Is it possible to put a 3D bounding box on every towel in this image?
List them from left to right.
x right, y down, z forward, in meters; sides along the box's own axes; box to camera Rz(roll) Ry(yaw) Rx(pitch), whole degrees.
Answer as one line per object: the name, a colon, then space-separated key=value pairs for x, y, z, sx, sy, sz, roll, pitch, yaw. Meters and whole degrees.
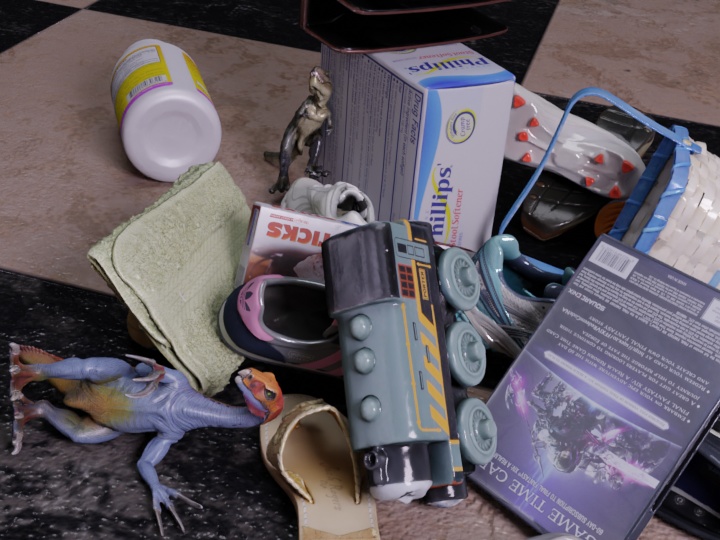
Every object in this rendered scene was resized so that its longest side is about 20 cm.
towel: x=-0.122 y=0.000 z=0.828 sx=0.036 sy=0.149 sz=0.200 roll=-31 pitch=12 yaw=30

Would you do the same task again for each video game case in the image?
video game case: x=0.165 y=0.085 z=0.698 sx=0.142 sy=0.201 sz=0.019 roll=32 pitch=-4 yaw=41

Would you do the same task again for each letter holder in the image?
letter holder: x=0.065 y=-0.256 z=0.941 sx=0.198 sy=0.101 sz=0.142 roll=-14 pitch=38 yaw=-29

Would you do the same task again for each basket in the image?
basket: x=0.240 y=-0.045 z=0.913 sx=0.198 sy=0.177 sz=0.140 roll=25 pitch=33 yaw=-3

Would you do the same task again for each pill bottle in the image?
pill bottle: x=-0.218 y=-0.185 z=1.127 sx=0.103 sy=0.105 sz=0.200 roll=-5 pitch=33 yaw=-16

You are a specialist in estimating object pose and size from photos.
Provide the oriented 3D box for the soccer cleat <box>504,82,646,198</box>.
soccer cleat: x=0.187 y=-0.131 z=1.014 sx=0.199 sy=0.070 sz=0.078 roll=29 pitch=24 yaw=5

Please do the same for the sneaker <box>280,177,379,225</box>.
sneaker: x=-0.023 y=-0.047 z=0.938 sx=0.074 sy=0.082 sz=0.200 roll=16 pitch=21 yaw=-22

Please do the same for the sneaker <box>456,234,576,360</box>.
sneaker: x=0.156 y=0.051 z=0.794 sx=0.199 sy=0.087 sz=0.077 roll=38 pitch=39 yaw=16

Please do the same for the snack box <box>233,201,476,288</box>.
snack box: x=0.000 y=0.000 z=0.839 sx=0.198 sy=0.073 sz=0.024 roll=11 pitch=8 yaw=-23

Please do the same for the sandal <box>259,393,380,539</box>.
sandal: x=-0.022 y=0.125 z=0.686 sx=0.077 sy=0.070 sz=0.212 roll=-2 pitch=32 yaw=-12

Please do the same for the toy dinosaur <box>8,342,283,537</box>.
toy dinosaur: x=-0.150 y=0.078 z=0.715 sx=0.179 sy=0.106 sz=0.200 roll=-1 pitch=29 yaw=-18

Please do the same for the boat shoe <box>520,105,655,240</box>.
boat shoe: x=0.241 y=-0.092 z=1.080 sx=0.075 sy=0.074 sz=0.200 roll=38 pitch=61 yaw=22

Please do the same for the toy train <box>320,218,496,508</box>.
toy train: x=0.031 y=0.059 z=0.697 sx=0.085 sy=0.202 sz=0.113 roll=-15 pitch=-16 yaw=36

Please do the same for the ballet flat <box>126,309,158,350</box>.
ballet flat: x=-0.144 y=-0.008 z=0.890 sx=0.068 sy=0.064 sz=0.201 roll=6 pitch=31 yaw=7

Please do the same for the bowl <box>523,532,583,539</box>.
bowl: x=0.099 y=0.224 z=0.543 sx=0.198 sy=0.075 sz=0.200 roll=-13 pitch=35 yaw=-29

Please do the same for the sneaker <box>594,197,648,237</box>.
sneaker: x=0.337 y=-0.043 z=1.016 sx=0.198 sy=0.076 sz=0.092 roll=17 pitch=29 yaw=16

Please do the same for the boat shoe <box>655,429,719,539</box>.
boat shoe: x=0.201 y=0.129 z=0.712 sx=0.199 sy=0.075 sz=0.062 roll=28 pitch=27 yaw=23

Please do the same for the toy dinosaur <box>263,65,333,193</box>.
toy dinosaur: x=-0.062 y=-0.127 z=1.048 sx=0.047 sy=0.200 sz=0.089 roll=10 pitch=65 yaw=-20

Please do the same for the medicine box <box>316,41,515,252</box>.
medicine box: x=0.044 y=-0.133 z=1.007 sx=0.102 sy=0.184 sz=0.200 roll=-13 pitch=36 yaw=-27

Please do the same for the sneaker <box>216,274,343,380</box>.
sneaker: x=-0.004 y=0.046 z=0.775 sx=0.198 sy=0.082 sz=0.071 roll=7 pitch=71 yaw=-18
